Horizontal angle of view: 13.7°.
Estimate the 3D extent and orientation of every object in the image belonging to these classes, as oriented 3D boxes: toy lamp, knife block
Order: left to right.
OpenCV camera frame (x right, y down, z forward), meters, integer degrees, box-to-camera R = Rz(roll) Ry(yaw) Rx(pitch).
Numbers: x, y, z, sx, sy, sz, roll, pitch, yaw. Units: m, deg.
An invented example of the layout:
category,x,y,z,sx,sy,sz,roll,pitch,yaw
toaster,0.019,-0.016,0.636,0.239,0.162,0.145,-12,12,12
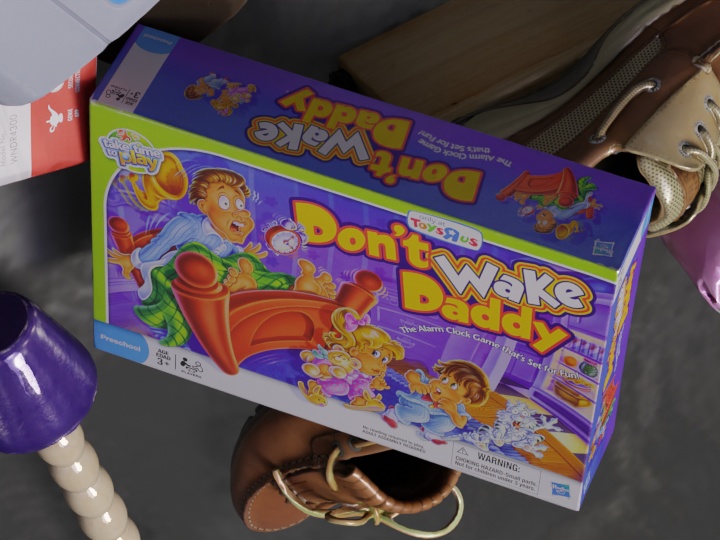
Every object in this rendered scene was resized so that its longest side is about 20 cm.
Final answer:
category,x,y,z,sx,sy,sz,roll,pitch,yaw
toy lamp,-0.114,0.081,1.204,0.058,0.058,0.200,-35,138,-9
knife block,0.034,-0.066,1.188,0.175,0.064,0.201,15,114,-46

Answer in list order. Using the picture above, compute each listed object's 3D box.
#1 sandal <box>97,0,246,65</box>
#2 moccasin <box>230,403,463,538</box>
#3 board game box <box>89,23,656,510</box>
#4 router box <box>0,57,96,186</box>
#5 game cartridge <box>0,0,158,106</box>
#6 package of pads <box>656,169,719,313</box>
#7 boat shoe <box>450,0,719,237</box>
category,x,y,z,sx,sy,sz,roll,pitch,yaw
sandal,-0.022,-0.156,1.072,0.211,0.070,0.078,-31,131,21
moccasin,0.012,0.072,1.233,0.073,0.078,0.201,-7,162,-43
board game box,0.000,0.000,1.093,0.135,0.199,0.045,94,19,-48
router box,-0.176,-0.106,0.997,0.179,0.049,0.201,-18,134,-26
game cartridge,-0.083,-0.150,0.968,0.200,0.040,0.133,-49,146,4
package of pads,0.187,-0.085,1.251,0.075,0.121,0.200,21,110,-47
boat shoe,0.106,-0.044,1.159,0.199,0.074,0.076,-33,139,-11
